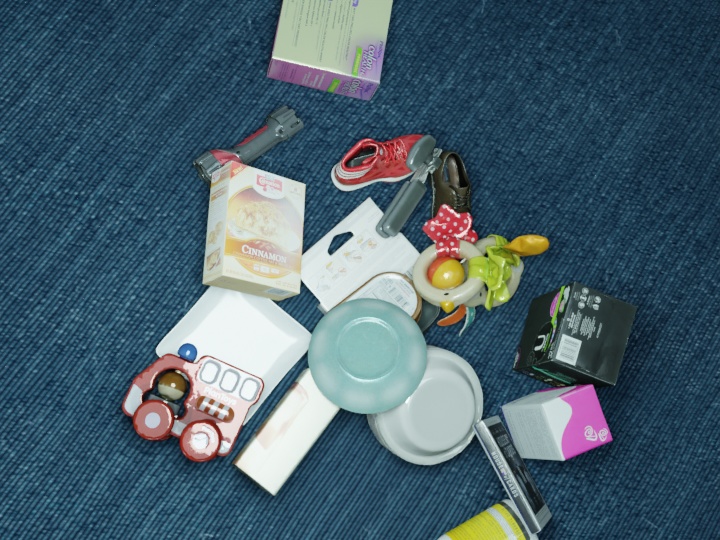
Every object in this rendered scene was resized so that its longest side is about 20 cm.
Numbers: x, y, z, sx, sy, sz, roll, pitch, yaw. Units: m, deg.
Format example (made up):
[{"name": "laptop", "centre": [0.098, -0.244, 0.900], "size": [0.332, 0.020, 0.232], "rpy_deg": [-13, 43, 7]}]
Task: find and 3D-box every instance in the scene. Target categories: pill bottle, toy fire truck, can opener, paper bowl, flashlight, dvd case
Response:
[{"name": "pill bottle", "centre": [0.197, 0.484, 1.662], "size": [0.199, 0.111, 0.112], "rpy_deg": [-26, 86, -16]}, {"name": "toy fire truck", "centre": [-0.276, 0.214, 1.600], "size": [0.199, 0.112, 0.169], "rpy_deg": [25, 78, 0]}, {"name": "can opener", "centre": [0.084, -0.148, 1.741], "size": [0.066, 0.053, 0.201], "rpy_deg": [35, 72, -19]}, {"name": "paper bowl", "centre": [0.117, 0.232, 1.672], "size": [0.199, 0.104, 0.202], "rpy_deg": [-1, 93, -17]}, {"name": "flashlight", "centre": [-0.200, -0.222, 1.731], "size": [0.200, 0.068, 0.068], "rpy_deg": [-39, 100, -19]}, {"name": "dvd case", "centre": [0.262, 0.345, 1.671], "size": [0.025, 0.150, 0.201], "rpy_deg": [-30, 77, 13]}]

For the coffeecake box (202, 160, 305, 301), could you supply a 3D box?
[{"name": "coffeecake box", "centre": [-0.178, -0.065, 1.657], "size": [0.153, 0.073, 0.201], "rpy_deg": [14, 69, -35]}]

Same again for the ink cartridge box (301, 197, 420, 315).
[{"name": "ink cartridge box", "centre": [0.000, 0.000, 1.740], "size": [0.200, 0.045, 0.176], "rpy_deg": [-41, 90, -16]}]

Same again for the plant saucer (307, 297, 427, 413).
[{"name": "plant saucer", "centre": [0.012, 0.133, 1.610], "size": [0.200, 0.039, 0.202], "rpy_deg": [0, 67, 0]}]

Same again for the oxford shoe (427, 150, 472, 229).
[{"name": "oxford shoe", "centre": [0.170, -0.121, 1.777], "size": [0.072, 0.084, 0.201], "rpy_deg": [-12, 87, -18]}]

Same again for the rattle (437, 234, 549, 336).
[{"name": "rattle", "centre": [0.240, 0.032, 1.734], "size": [0.200, 0.143, 0.130], "rpy_deg": [-47, 128, -23]}]

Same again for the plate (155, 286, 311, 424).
[{"name": "plate", "centre": [-0.215, 0.129, 1.679], "size": [0.200, 0.032, 0.200], "rpy_deg": [41, 76, -3]}]

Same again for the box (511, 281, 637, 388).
[{"name": "box", "centre": [0.371, 0.121, 1.716], "size": [0.124, 0.200, 0.149], "rpy_deg": [21, 77, -6]}]

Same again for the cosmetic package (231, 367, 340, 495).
[{"name": "cosmetic package", "centre": [-0.121, 0.271, 1.638], "size": [0.087, 0.103, 0.200], "rpy_deg": [39, 74, -1]}]

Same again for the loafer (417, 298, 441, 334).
[{"name": "loafer", "centre": [0.064, 0.111, 1.721], "size": [0.200, 0.070, 0.068], "rpy_deg": [-35, 89, -15]}]

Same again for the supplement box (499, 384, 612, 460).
[{"name": "supplement box", "centre": [0.333, 0.262, 1.683], "size": [0.101, 0.200, 0.104], "rpy_deg": [-18, 84, -14]}]

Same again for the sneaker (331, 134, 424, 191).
[{"name": "sneaker", "centre": [0.050, -0.203, 1.749], "size": [0.199, 0.116, 0.079], "rpy_deg": [-26, 86, -15]}]

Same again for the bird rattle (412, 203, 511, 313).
[{"name": "bird rattle", "centre": [0.161, -0.014, 1.670], "size": [0.163, 0.113, 0.200], "rpy_deg": [-37, 62, -14]}]

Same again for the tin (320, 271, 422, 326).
[{"name": "tin", "centre": [0.017, 0.081, 1.674], "size": [0.200, 0.042, 0.112], "rpy_deg": [-38, 68, -15]}]

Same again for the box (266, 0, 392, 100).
[{"name": "box", "centre": [-0.056, -0.427, 1.777], "size": [0.199, 0.097, 0.177], "rpy_deg": [11, 78, -9]}]
